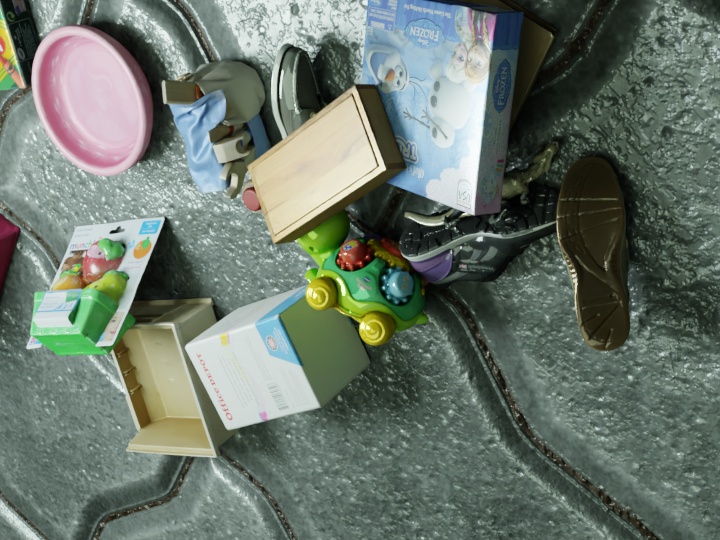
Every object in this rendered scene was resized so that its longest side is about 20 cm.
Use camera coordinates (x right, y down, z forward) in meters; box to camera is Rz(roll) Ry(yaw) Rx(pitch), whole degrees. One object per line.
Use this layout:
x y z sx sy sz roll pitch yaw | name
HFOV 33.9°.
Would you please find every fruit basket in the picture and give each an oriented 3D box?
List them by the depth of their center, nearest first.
-0.370 0.014 1.618 0.184 0.202 0.094 -3 153 36 | fruit basket

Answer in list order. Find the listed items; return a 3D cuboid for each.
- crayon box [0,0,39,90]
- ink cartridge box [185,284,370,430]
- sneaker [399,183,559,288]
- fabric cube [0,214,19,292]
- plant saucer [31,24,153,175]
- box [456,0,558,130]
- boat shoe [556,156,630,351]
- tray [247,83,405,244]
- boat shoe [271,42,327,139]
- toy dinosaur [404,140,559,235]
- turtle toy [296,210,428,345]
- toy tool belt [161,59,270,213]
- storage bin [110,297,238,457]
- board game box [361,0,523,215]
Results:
-0.534 -0.314 1.643 0.198 0.051 0.128 1 114 35 | crayon box
-0.115 0.110 1.523 0.199 0.125 0.130 -17 103 39 | ink cartridge box
0.149 -0.034 1.321 0.198 0.076 0.088 -14 134 31 | sneaker
-0.673 -0.015 1.795 0.199 0.199 0.197 38 128 13 | fabric cube
-0.346 -0.228 1.559 0.199 0.051 0.203 16 121 28 | plant saucer
0.105 -0.214 1.275 0.163 0.021 0.201 36 129 15 | box
0.249 -0.018 1.244 0.071 0.065 0.202 -8 89 15 | boat shoe
-0.043 -0.114 1.306 0.199 0.037 0.100 -30 75 42 | tray
-0.059 -0.167 1.381 0.060 0.072 0.204 11 125 27 | boat shoe
0.130 -0.072 1.266 0.199 0.088 0.048 -23 115 24 | toy dinosaur
0.000 0.000 1.388 0.199 0.146 0.102 33 106 10 | turtle toy
-0.172 -0.148 1.432 0.124 0.123 0.202 -7 109 37 | toy tool belt
-0.279 0.150 1.677 0.197 0.094 0.202 -3 111 35 | storage bin
0.075 -0.179 1.226 0.199 0.043 0.201 25 117 48 | board game box
